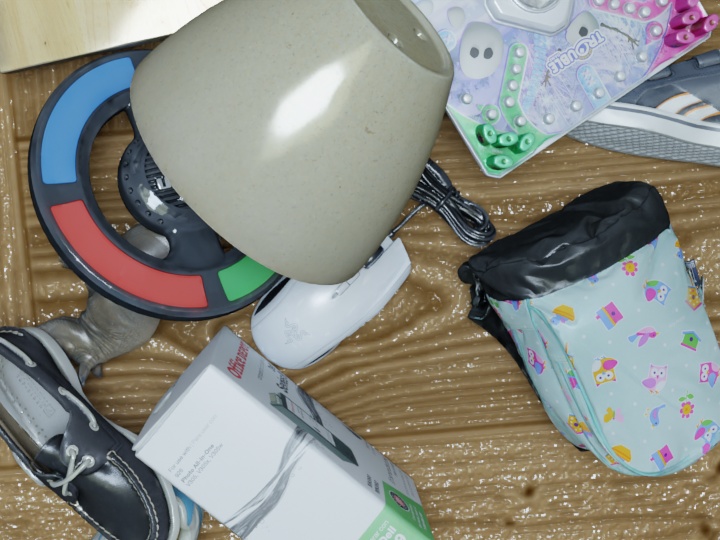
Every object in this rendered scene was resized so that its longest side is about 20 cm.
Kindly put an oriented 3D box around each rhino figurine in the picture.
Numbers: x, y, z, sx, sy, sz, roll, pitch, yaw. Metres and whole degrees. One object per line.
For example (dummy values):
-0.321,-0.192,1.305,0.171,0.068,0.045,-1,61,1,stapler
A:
-0.181,0.011,0.768,0.087,0.060,0.200,38,94,-5,rhino figurine

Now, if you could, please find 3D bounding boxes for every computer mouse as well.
0.000,0.000,0.788,0.110,0.044,0.200,44,92,-9,computer mouse

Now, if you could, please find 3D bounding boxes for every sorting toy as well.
-0.180,-0.257,0.731,0.197,0.070,0.202,-13,98,-3,sorting toy

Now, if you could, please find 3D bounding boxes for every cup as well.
-0.025,-0.113,0.665,0.200,0.200,0.143,44,118,-8,cup

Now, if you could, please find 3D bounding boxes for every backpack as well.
0.184,0.053,0.767,0.166,0.127,0.201,-25,101,-4,backpack

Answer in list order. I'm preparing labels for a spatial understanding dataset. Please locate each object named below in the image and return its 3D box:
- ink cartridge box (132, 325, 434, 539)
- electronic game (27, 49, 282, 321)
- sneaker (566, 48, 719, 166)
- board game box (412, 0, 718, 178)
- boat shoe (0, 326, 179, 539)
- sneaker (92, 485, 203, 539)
-0.053,0.143,0.748,0.200,0.146,0.084,40,93,-8,ink cartridge box
-0.128,-0.062,0.718,0.199,0.042,0.202,12,65,-27,electronic game
0.245,-0.125,0.776,0.198,0.078,0.080,10,85,0,sneaker
0.122,-0.200,0.716,0.199,0.026,0.201,-33,96,-6,board game box
-0.202,0.118,0.712,0.074,0.060,0.200,-43,75,15,boat shoe
-0.183,0.237,0.776,0.076,0.081,0.201,26,95,-8,sneaker
